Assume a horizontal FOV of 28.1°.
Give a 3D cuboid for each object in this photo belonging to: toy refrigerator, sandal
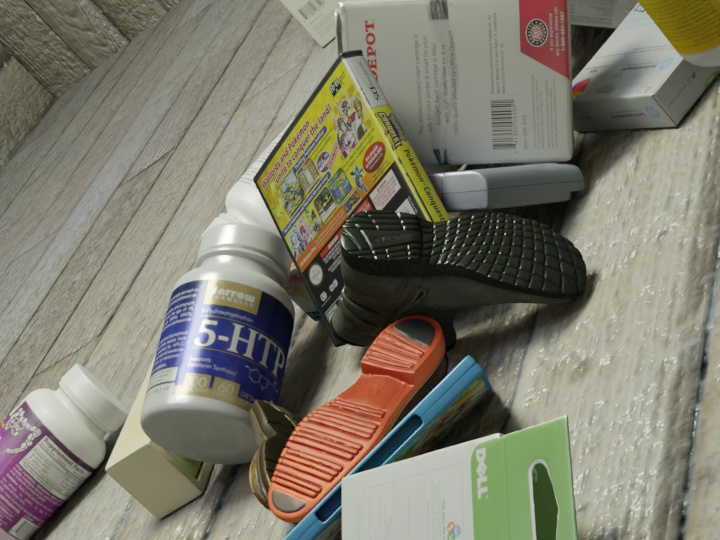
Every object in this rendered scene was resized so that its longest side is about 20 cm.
[{"bbox_3d":[-0.174,0.138,1.410,0.070,0.076,0.201,-32,23,28],"label":"toy refrigerator"},{"bbox_3d":[-0.064,0.162,1.156,0.055,0.081,0.200,-59,20,8],"label":"sandal"}]

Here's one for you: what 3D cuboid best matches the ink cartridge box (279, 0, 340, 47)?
[{"bbox_3d":[-0.067,-0.489,2.246,0.147,0.200,0.145,-35,22,22],"label":"ink cartridge box"}]

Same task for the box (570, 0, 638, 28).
[{"bbox_3d":[0.195,-0.288,1.471,0.200,0.115,0.061,-137,50,-69],"label":"box"}]

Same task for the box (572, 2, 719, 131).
[{"bbox_3d":[0.280,-0.209,1.269,0.200,0.041,0.156,-49,20,-14],"label":"box"}]

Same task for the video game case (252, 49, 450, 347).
[{"bbox_3d":[-0.011,-0.058,1.242,0.025,0.182,0.200,-15,-20,-35],"label":"video game case"}]

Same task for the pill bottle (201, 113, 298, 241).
[{"bbox_3d":[-0.078,-0.080,1.596,0.200,0.113,0.113,-49,21,-14],"label":"pill bottle"}]

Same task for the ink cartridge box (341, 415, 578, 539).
[{"bbox_3d":[0.072,0.161,0.859,0.199,0.059,0.105,-24,58,45],"label":"ink cartridge box"}]

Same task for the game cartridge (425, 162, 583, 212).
[{"bbox_3d":[0.079,-0.070,1.256,0.199,0.132,0.042,0,92,53],"label":"game cartridge"}]

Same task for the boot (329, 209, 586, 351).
[{"bbox_3d":[0.075,0.018,1.144,0.131,0.198,0.068,91,-172,-51],"label":"boot"}]

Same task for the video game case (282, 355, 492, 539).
[{"bbox_3d":[0.015,0.143,1.018,0.200,0.018,0.143,-45,-12,-1],"label":"video game case"}]

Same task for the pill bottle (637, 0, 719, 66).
[{"bbox_3d":[0.267,-0.230,1.101,0.112,0.200,0.112,-37,21,17],"label":"pill bottle"}]

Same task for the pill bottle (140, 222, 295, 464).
[{"bbox_3d":[-0.124,0.064,1.321,0.119,0.119,0.202,-23,47,44],"label":"pill bottle"}]

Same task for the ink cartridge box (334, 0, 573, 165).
[{"bbox_3d":[0.084,-0.169,1.255,0.198,0.147,0.085,-1,14,11],"label":"ink cartridge box"}]

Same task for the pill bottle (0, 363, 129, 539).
[{"bbox_3d":[-0.351,0.202,1.571,0.200,0.112,0.112,-46,20,-6],"label":"pill bottle"}]

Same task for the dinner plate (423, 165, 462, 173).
[{"bbox_3d":[0.096,-0.175,1.385,0.024,0.201,0.201,26,67,34],"label":"dinner plate"}]

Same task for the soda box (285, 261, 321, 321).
[{"bbox_3d":[0.000,0.000,1.354,0.064,0.068,0.199,-55,23,-22],"label":"soda box"}]

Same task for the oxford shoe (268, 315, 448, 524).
[{"bbox_3d":[0.008,0.126,1.084,0.071,0.073,0.200,18,52,39],"label":"oxford shoe"}]
